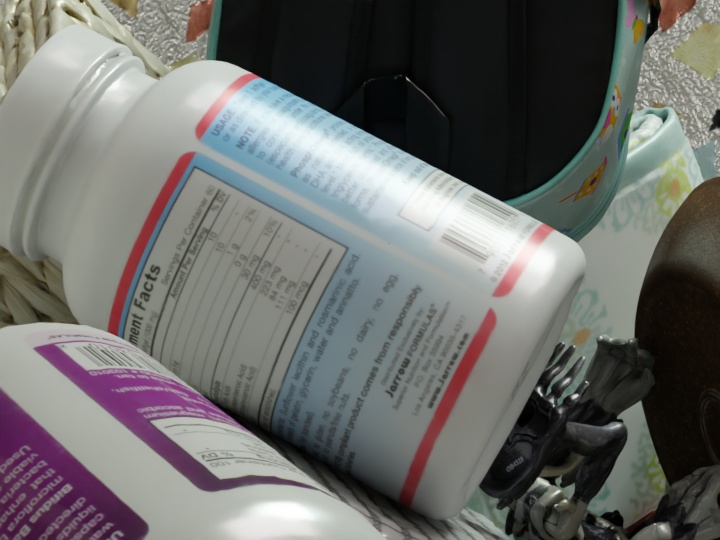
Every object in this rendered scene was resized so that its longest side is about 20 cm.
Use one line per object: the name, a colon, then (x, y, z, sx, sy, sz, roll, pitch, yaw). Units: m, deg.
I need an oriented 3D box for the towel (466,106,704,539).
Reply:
towel: (0.092, 0.041, 1.258, 0.048, 0.200, 0.172, 20, -45, 57)

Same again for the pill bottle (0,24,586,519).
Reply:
pill bottle: (-0.031, -0.005, 0.951, 0.200, 0.109, 0.109, 28, 4, 8)

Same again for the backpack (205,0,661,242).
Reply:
backpack: (0.028, -0.098, 1.067, 0.175, 0.201, 0.153, 5, -22, 6)

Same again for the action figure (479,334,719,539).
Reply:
action figure: (0.100, 0.084, 1.092, 0.119, 0.102, 0.200, 43, -6, 42)

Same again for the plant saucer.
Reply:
plant saucer: (0.160, 0.063, 1.102, 0.037, 0.201, 0.200, -19, 22, -17)

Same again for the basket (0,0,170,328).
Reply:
basket: (-0.101, -0.007, 1.097, 0.200, 0.123, 0.136, 46, 12, -22)

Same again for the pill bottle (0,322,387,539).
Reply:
pill bottle: (-0.051, 0.096, 0.735, 0.112, 0.113, 0.200, 23, 6, -37)

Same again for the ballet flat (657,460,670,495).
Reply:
ballet flat: (0.171, 0.145, 1.235, 0.069, 0.201, 0.069, -9, -4, -1)

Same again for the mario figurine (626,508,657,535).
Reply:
mario figurine: (0.099, 0.156, 1.338, 0.123, 0.106, 0.200, -34, 35, -33)

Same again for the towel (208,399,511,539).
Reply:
towel: (-0.013, 0.113, 0.977, 0.165, 0.086, 0.200, 26, 2, -17)
